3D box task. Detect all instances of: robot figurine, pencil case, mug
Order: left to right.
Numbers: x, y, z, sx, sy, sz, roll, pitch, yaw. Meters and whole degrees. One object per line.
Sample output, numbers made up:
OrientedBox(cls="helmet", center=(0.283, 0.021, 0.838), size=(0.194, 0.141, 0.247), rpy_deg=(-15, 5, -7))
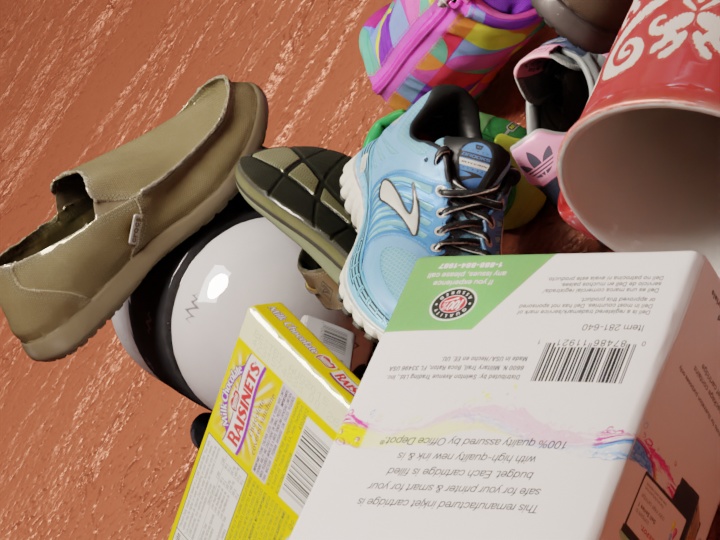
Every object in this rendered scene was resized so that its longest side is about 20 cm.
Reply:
OrientedBox(cls="robot figurine", center=(-0.068, 0.020, 1.625), size=(0.125, 0.150, 0.200), rpy_deg=(-35, 21, -14))
OrientedBox(cls="pencil case", center=(0.057, -0.145, 1.580), size=(0.088, 0.088, 0.200), rpy_deg=(-64, 4, -19))
OrientedBox(cls="mug", center=(0.166, -0.108, 1.351), size=(0.177, 0.133, 0.200), rpy_deg=(-3, 50, 34))

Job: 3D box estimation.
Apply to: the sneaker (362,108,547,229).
OrientedBox(cls="sneaker", center=(0.029, -0.057, 1.590), size=(0.200, 0.084, 0.074), rpy_deg=(-17, 45, 53))

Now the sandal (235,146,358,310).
OrientedBox(cls="sandal", center=(0.000, 0.001, 1.505), size=(0.201, 0.080, 0.057), rpy_deg=(45, 130, 29))

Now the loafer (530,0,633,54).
OrientedBox(cls="loafer", center=(0.155, -0.179, 1.484), size=(0.071, 0.073, 0.200), rpy_deg=(-50, 4, 36))

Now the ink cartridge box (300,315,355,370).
OrientedBox(cls="ink cartridge box", center=(-0.057, 0.127, 1.522), size=(0.095, 0.037, 0.200), rpy_deg=(-83, 18, -55))

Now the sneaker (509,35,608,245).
OrientedBox(cls="sneaker", center=(0.121, -0.108, 1.495), size=(0.070, 0.082, 0.200), rpy_deg=(-38, 30, 33))

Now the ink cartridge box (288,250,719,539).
OrientedBox(cls="ink cartridge box", center=(0.064, 0.093, 1.179), size=(0.145, 0.084, 0.200), rpy_deg=(-1, 49, 35))

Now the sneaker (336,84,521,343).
OrientedBox(cls="sneaker", center=(0.038, -0.025, 1.421), size=(0.090, 0.078, 0.200), rpy_deg=(-56, 27, 29))

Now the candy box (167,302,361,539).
OrientedBox(cls="candy box", center=(-0.048, 0.126, 1.431), size=(0.102, 0.026, 0.200), rpy_deg=(45, 128, 36))

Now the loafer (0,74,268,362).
OrientedBox(cls="loafer", center=(-0.128, -0.039, 1.574), size=(0.200, 0.067, 0.076), rpy_deg=(-51, 25, -17))
